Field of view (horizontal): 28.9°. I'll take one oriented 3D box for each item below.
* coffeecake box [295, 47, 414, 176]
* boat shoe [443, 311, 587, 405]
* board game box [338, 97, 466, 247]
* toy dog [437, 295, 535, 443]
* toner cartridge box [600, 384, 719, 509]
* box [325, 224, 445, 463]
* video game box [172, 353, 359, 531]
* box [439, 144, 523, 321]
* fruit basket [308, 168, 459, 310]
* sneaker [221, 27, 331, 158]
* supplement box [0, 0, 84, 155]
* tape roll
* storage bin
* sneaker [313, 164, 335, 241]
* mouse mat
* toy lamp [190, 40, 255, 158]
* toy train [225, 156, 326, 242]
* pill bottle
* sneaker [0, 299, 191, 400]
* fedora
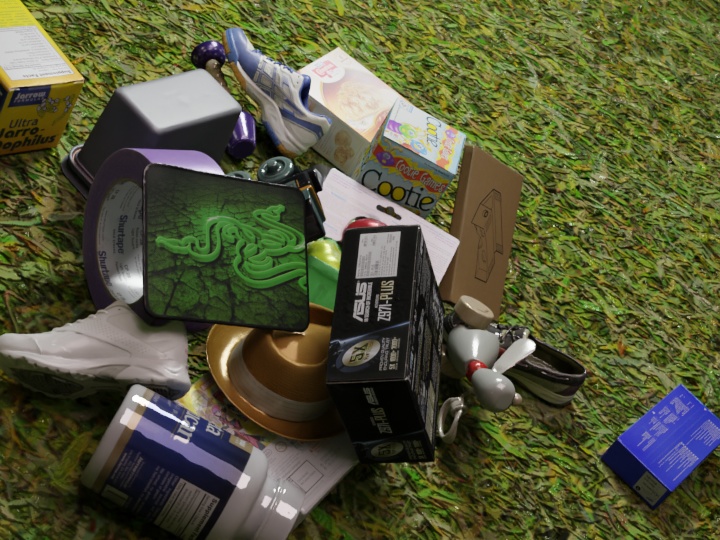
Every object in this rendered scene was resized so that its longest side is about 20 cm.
[{"bbox_3d":[-0.005,-0.213,1.985,0.200,0.073,0.154,38,37,8],"label":"coffeecake box"},{"bbox_3d":[0.198,0.099,1.785,0.201,0.066,0.072,29,38,-5],"label":"boat shoe"},{"bbox_3d":[0.036,-0.099,1.777,0.103,0.200,0.105,28,36,-7],"label":"board game box"},{"bbox_3d":[0.157,0.119,1.676,0.096,0.132,0.200,20,38,-20],"label":"toy dog"},{"bbox_3d":[0.400,0.226,1.813,0.095,0.043,0.200,46,38,15],"label":"toner cartridge box"},{"bbox_3d":[0.031,0.078,1.484,0.086,0.164,0.200,-4,53,13],"label":"box"},{"bbox_3d":[-0.087,0.165,1.510,0.182,0.047,0.200,42,36,8],"label":"video game box"},{"bbox_3d":[0.156,-0.044,1.795,0.021,0.200,0.163,7,-7,29],"label":"box"},{"bbox_3d":[0.000,0.000,1.678,0.185,0.094,0.200,29,59,-3],"label":"fruit basket"},{"bbox_3d":[-0.112,-0.254,1.899,0.200,0.088,0.075,58,8,4],"label":"sneaker"},{"bbox_3d":[-0.439,-0.245,1.660,0.109,0.110,0.200,-16,57,-46],"label":"supplement box"},{"bbox_3d":[-0.217,-0.031,1.504,0.085,0.200,0.200,0,48,-39],"label":"tape roll"},{"bbox_3d":[-0.247,-0.167,1.696,0.146,0.134,0.200,46,37,16],"label":"storage bin"},{"bbox_3d":[-0.083,-0.083,1.780,0.091,0.076,0.200,22,34,-3],"label":"sneaker"},{"bbox_3d":[-0.135,-0.022,1.432,0.200,0.008,0.161,8,73,-38],"label":"mouse mat"},{"bbox_3d":[-0.184,-0.229,1.884,0.058,0.058,0.200,7,41,-32],"label":"toy lamp"},{"bbox_3d":[-0.133,-0.060,1.636,0.200,0.085,0.114,-21,40,1],"label":"toy train"},{"bbox_3d":[-0.159,0.203,1.354,0.200,0.111,0.111,29,36,-6],"label":"pill bottle"},{"bbox_3d":[-0.268,0.076,1.409,0.200,0.078,0.100,7,62,-8],"label":"sneaker"},{"bbox_3d":[-0.067,0.090,1.502,0.200,0.082,0.201,22,36,-18],"label":"fedora"}]
